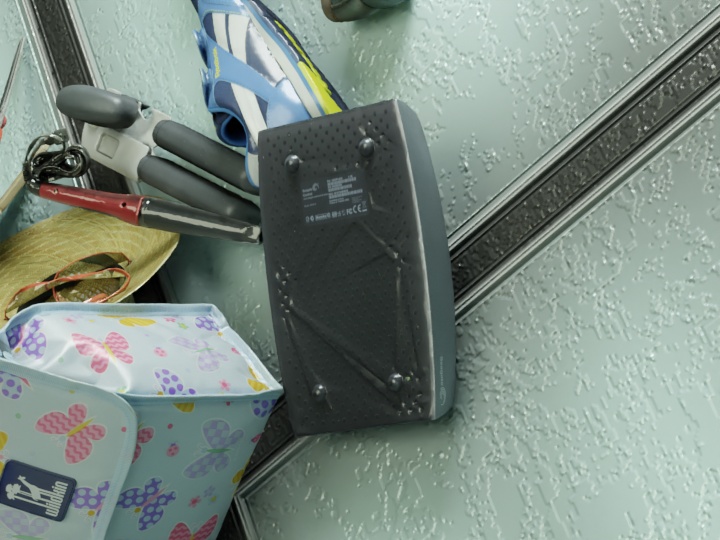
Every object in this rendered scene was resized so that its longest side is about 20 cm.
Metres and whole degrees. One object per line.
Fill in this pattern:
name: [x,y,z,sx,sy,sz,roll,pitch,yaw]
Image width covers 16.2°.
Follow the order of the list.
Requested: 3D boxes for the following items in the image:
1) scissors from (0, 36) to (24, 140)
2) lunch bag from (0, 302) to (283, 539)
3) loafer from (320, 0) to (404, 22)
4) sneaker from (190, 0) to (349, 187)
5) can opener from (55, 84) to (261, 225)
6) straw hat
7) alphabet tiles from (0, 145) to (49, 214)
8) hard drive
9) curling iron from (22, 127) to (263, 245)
scissors: [-0.271,-0.106,1.893,0.073,0.014,0.201,129,158,-61]
lunch bag: [-0.175,0.118,1.626,0.127,0.199,0.170,50,125,42]
loafer: [-0.011,-0.265,1.711,0.063,0.072,0.201,-23,64,43]
sneaker: [-0.080,-0.136,1.719,0.082,0.074,0.200,-42,50,10]
can opener: [-0.145,-0.083,1.777,0.200,0.067,0.054,27,96,45]
straw hat: [-0.196,0.034,1.768,0.200,0.085,0.201,-20,25,9]
alphabet tiles: [-0.293,-0.010,1.859,0.200,0.006,0.166,-50,8,16]
hard drive: [0.000,0.000,1.603,0.135,0.042,0.201,-11,85,41]
curling iron: [-0.153,-0.050,1.733,0.199,0.026,0.050,21,115,26]
